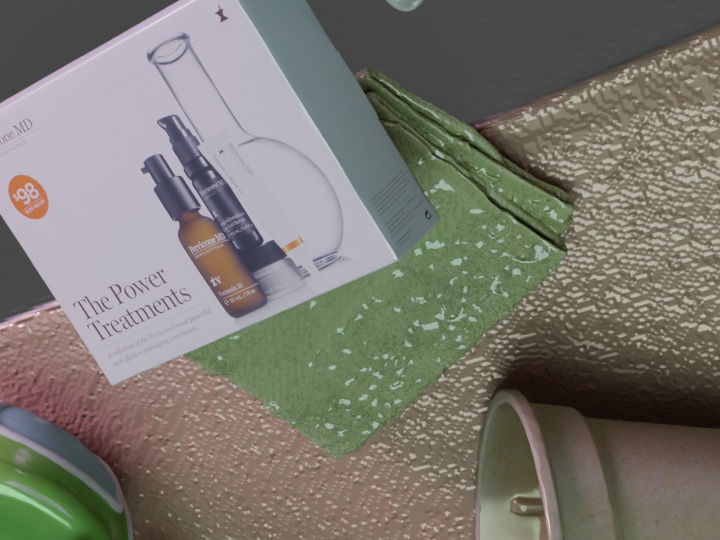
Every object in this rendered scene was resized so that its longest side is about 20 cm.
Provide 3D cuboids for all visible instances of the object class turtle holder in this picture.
[{"bbox_3d":[-0.174,0.143,1.237,0.185,0.132,0.141,11,119,-4],"label":"turtle holder"}]

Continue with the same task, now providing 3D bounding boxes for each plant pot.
[{"bbox_3d":[0.167,0.157,1.205,0.183,0.201,0.201,-2,121,-9],"label":"plant pot"}]

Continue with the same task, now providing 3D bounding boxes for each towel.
[{"bbox_3d":[0.000,0.000,1.197,0.148,0.037,0.200,35,116,-16],"label":"towel"}]

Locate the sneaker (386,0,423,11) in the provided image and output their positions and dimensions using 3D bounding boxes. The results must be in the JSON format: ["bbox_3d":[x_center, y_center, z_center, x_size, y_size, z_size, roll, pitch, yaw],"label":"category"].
[{"bbox_3d":[-0.052,-0.165,1.086,0.200,0.075,0.087,15,129,-3],"label":"sneaker"}]

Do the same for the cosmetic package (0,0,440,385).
[{"bbox_3d":[-0.082,-0.045,1.117,0.200,0.052,0.151,-24,101,37],"label":"cosmetic package"}]
